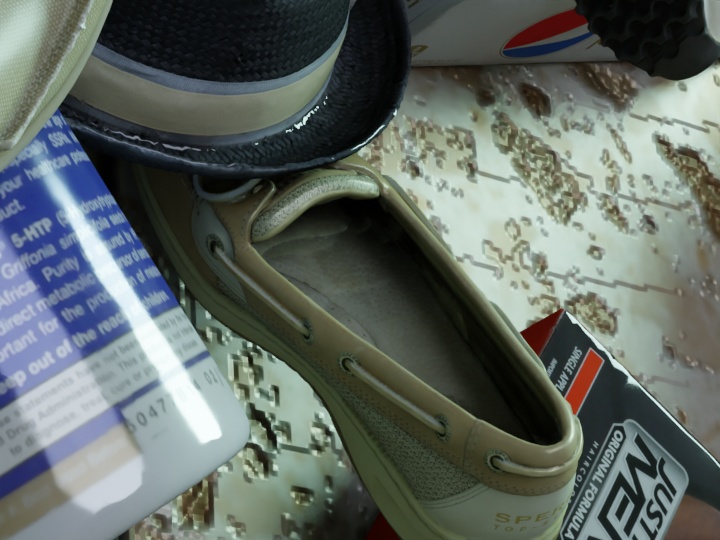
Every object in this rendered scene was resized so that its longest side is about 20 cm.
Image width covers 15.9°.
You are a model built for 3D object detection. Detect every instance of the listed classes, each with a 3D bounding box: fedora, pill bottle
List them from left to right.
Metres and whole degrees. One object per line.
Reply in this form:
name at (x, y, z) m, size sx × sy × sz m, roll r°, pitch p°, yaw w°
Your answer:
pill bottle at (-0.128, -0.009, 0.687) m, size 0.120 × 0.120 × 0.201 m, roll -31°, pitch 90°, yaw -44°
fedora at (-0.053, -0.123, 0.787) m, size 0.199 × 0.092 × 0.201 m, roll 17°, pitch 38°, yaw -14°

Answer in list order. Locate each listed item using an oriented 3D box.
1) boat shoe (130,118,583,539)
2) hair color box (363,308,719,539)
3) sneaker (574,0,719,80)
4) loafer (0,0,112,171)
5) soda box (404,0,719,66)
boat shoe at (-0.002, 0.001, 0.786) m, size 0.073 × 0.063 × 0.201 m, roll -19°, pitch 58°, yaw -28°
hair color box at (0.100, 0.120, 0.850) m, size 0.200 × 0.061 × 0.102 m, roll 44°, pitch 48°, yaw -14°
sneaker at (0.106, -0.163, 0.907) m, size 0.093 × 0.070 × 0.201 m, roll -6°, pitch 68°, yaw -35°
loafer at (-0.110, -0.044, 0.599) m, size 0.075 × 0.068 × 0.201 m, roll 33°, pitch 70°, yaw -9°
soda box at (0.084, -0.120, 0.960) m, size 0.199 × 0.064 × 0.069 m, roll -6°, pitch 72°, yaw -41°
